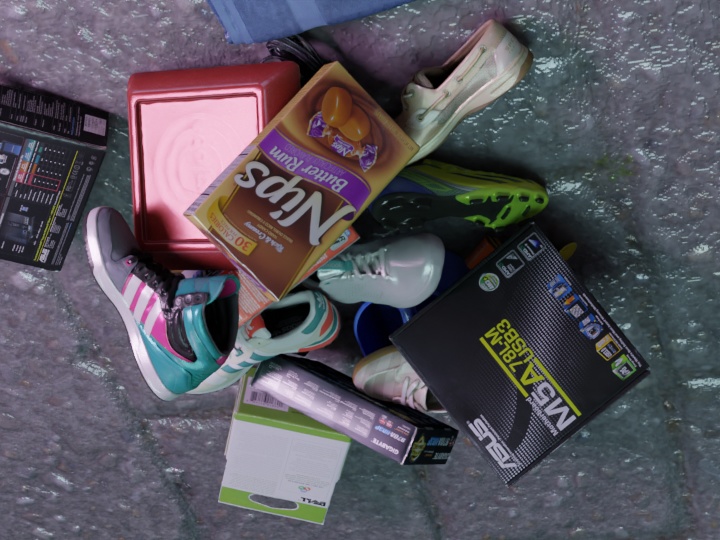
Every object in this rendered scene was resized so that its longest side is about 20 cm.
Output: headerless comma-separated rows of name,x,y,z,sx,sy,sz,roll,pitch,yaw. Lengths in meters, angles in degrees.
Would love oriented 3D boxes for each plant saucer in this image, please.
plant saucer,-0.149,-0.098,1.444,0.199,0.037,0.201,0,95,26

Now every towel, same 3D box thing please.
towel,-0.049,-0.274,1.352,0.199,0.049,0.112,-10,133,20

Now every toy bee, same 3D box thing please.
toy bee,0.196,0.040,1.605,0.130,0.109,0.201,-27,96,15

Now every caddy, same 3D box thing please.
caddy,0.073,0.072,1.644,0.141,0.105,0.201,-7,134,17

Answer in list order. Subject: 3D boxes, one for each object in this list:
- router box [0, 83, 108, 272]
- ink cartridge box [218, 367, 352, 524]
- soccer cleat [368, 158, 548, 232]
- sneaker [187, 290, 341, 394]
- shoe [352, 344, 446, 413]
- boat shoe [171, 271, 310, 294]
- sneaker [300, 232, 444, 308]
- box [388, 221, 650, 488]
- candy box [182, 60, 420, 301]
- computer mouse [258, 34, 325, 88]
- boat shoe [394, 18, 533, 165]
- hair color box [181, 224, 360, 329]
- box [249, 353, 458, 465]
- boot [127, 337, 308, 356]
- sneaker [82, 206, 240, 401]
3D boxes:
router box,-0.362,-0.097,1.555,0.149,0.062,0.200,13,134,-19
ink cartridge box,-0.094,0.222,1.849,0.147,0.076,0.201,12,137,-4
soccer cleat,0.098,-0.086,1.509,0.199,0.084,0.065,-2,142,-19
sneaker,-0.122,0.067,1.562,0.199,0.071,0.093,-20,157,4
shoe,0.090,0.116,1.576,0.199,0.054,0.070,-3,129,3
boat shoe,-0.140,-0.011,1.622,0.200,0.066,0.072,6,162,-14
sneaker,0.000,0.000,1.528,0.088,0.076,0.199,11,165,-38
box,0.163,0.086,1.524,0.193,0.048,0.200,-38,87,1
candy box,-0.054,-0.083,1.376,0.117,0.200,0.056,44,172,-14
computer mouse,-0.087,-0.146,1.489,0.138,0.053,0.200,42,119,-16
boat shoe,0.073,-0.169,1.428,0.200,0.072,0.065,-34,115,31
hair color box,-0.101,-0.011,1.523,0.200,0.111,0.064,-36,106,3
box,-0.004,0.154,1.644,0.199,0.046,0.159,25,-178,21
boot,-0.158,0.062,1.703,0.199,0.066,0.165,4,174,-21
sneaker,-0.180,0.016,1.421,0.120,0.084,0.201,-23,95,22
